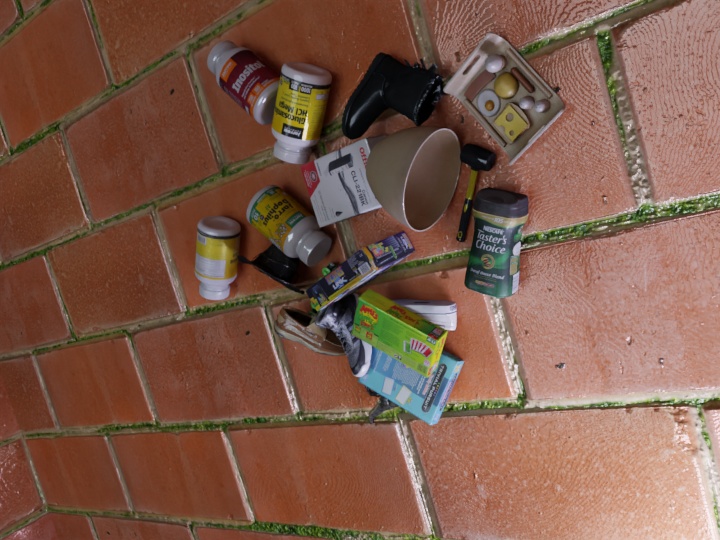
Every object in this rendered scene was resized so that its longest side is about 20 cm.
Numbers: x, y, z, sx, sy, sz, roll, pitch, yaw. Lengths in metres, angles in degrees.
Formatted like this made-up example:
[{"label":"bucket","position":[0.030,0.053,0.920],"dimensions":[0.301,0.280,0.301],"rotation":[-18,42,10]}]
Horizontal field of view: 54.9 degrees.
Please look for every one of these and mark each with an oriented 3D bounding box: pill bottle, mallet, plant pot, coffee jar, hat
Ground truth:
[{"label":"pill bottle","position":[-0.165,-0.102,1.630],"dimensions":[0.200,0.112,0.114],"rotation":[41,125,20]},{"label":"pill bottle","position":[-0.258,-0.436,1.592],"dimensions":[0.200,0.113,0.114],"rotation":[43,125,18]},{"label":"pill bottle","position":[-0.135,-0.345,1.529],"dimensions":[0.112,0.112,0.202],"rotation":[28,120,26]},{"label":"pill bottle","position":[-0.375,-0.031,1.811],"dimensions":[0.111,0.112,0.202],"rotation":[24,118,28]},{"label":"mallet","position":[0.225,-0.147,1.374],"dimensions":[0.065,0.041,0.203],"rotation":[19,119,35]},{"label":"plant pot","position":[0.089,-0.194,1.357],"dimensions":[0.134,0.199,0.203],"rotation":[24,118,32]},{"label":"coffee jar","position":[0.263,-0.056,1.341],"dimensions":[0.103,0.085,0.203],"rotation":[16,113,32]},{"label":"hat","position":[-0.203,-0.019,1.679],"dimensions":[0.199,0.200,0.082],"rotation":[26,85,28]}]

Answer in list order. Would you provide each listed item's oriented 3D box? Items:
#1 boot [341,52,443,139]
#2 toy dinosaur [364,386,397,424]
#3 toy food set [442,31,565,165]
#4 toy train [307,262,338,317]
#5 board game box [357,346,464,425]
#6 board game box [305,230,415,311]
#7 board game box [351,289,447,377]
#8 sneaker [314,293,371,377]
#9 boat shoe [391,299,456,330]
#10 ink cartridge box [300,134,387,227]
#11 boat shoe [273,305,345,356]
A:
[{"label":"boot","position":[0.065,-0.330,1.374],"dimensions":[0.162,0.073,0.200],"rotation":[32,96,32]},{"label":"toy dinosaur","position":[0.052,0.298,1.641],"dimensions":[0.088,0.047,0.200],"rotation":[52,131,4]},{"label":"toy food set","position":[0.260,-0.314,1.276],"dimensions":[0.201,0.060,0.144],"rotation":[52,127,12]},{"label":"toy train","position":[-0.085,0.070,1.673],"dimensions":[0.056,0.042,0.202],"rotation":[28,122,12]},{"label":"board game box","position":[0.110,0.224,1.540],"dimensions":[0.199,0.047,0.153],"rotation":[27,98,27]},{"label":"board game box","position":[0.000,0.000,1.504],"dimensions":[0.199,0.165,0.057],"rotation":[-36,84,38]},{"label":"board game box","position":[0.080,0.132,1.479],"dimensions":[0.199,0.048,0.103],"rotation":[27,126,23]},{"label":"sneaker","position":[-0.043,0.142,1.572],"dimensions":[0.075,0.113,0.202],"rotation":[-39,50,47]},{"label":"boat shoe","position":[0.120,0.100,1.513],"dimensions":[0.198,0.072,0.067],"rotation":[-1,99,29]},{"label":"ink cartridge box","position":[-0.017,-0.193,1.507],"dimensions":[0.198,0.083,0.146],"rotation":[-16,94,38]},{"label":"boat shoe","position":[-0.110,0.142,1.656],"dimensions":[0.198,0.076,0.075],"rotation":[18,120,1]}]
